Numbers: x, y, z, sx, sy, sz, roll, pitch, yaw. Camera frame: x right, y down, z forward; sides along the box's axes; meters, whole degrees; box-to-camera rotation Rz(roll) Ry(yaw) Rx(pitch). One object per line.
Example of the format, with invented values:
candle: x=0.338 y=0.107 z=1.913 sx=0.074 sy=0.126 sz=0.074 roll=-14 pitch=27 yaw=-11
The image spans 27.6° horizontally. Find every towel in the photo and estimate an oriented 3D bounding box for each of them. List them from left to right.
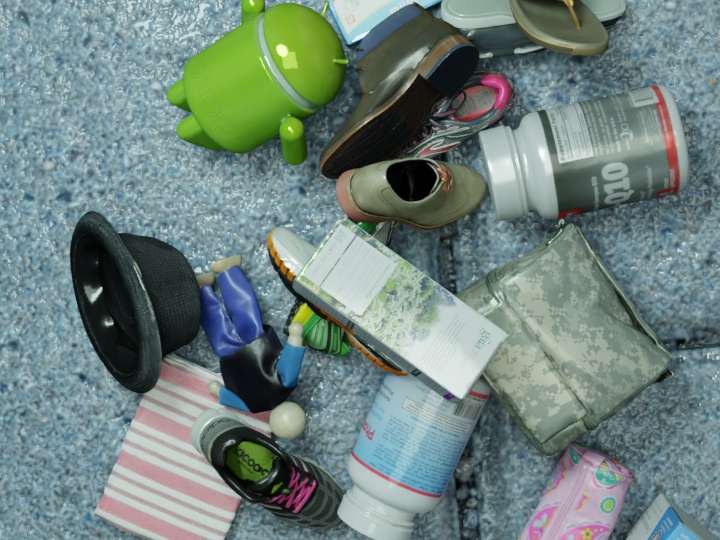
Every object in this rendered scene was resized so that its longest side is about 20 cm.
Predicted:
towel: x=-0.188 y=0.206 z=1.603 sx=0.146 sy=0.030 sz=0.201 roll=24 pitch=95 yaw=-2

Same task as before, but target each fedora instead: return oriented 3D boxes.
fedora: x=-0.229 y=0.026 z=1.541 sx=0.091 sy=0.200 sz=0.202 roll=-15 pitch=94 yaw=-30

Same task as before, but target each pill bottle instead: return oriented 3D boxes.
pill bottle: x=0.053 y=0.183 z=1.549 sx=0.108 sy=0.109 sz=0.201 roll=25 pitch=94 yaw=0
pill bottle: x=0.229 y=-0.117 z=1.517 sx=0.199 sy=0.114 sz=0.114 roll=-12 pitch=94 yaw=3

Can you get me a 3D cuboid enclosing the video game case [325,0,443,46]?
video game case: x=0.008 y=-0.359 z=1.556 sx=0.143 sy=0.018 sz=0.201 roll=-25 pitch=93 yaw=3

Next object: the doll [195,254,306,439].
doll: x=-0.112 y=0.086 z=1.551 sx=0.136 sy=0.048 sz=0.201 roll=-30 pitch=81 yaw=25

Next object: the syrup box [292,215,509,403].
syrup box: x=0.037 y=0.040 z=1.416 sx=0.200 sy=0.081 sz=0.079 roll=36 pitch=81 yaw=1

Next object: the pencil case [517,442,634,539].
pencil case: x=0.214 y=0.284 z=1.561 sx=0.087 sy=0.087 sz=0.201 roll=28 pitch=94 yaw=0

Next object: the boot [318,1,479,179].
boot: x=0.022 y=-0.184 z=1.498 sx=0.200 sy=0.075 sz=0.097 roll=-40 pitch=56 yaw=6

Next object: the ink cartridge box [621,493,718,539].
ink cartridge box: x=0.291 y=0.347 z=1.533 sx=0.084 sy=0.145 sz=0.200 roll=38 pitch=95 yaw=1

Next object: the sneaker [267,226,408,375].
sneaker: x=-0.005 y=0.014 z=1.499 sx=0.200 sy=0.076 sz=0.092 roll=41 pitch=76 yaw=-1

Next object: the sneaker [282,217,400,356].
sneaker: x=0.000 y=0.000 z=1.562 sx=0.085 sy=0.078 sz=0.200 roll=30 pitch=104 yaw=-7

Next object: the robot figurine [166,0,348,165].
robot figurine: x=-0.101 y=-0.197 z=1.508 sx=0.200 sy=0.116 sz=0.176 roll=-28 pitch=66 yaw=25

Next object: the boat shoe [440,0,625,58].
boat shoe: x=0.178 y=-0.260 z=1.537 sx=0.199 sy=0.076 sz=0.061 roll=-3 pitch=134 yaw=-7

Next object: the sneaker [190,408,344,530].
sneaker: x=-0.091 y=0.222 z=1.552 sx=0.200 sy=0.087 sz=0.074 roll=38 pitch=90 yaw=-20

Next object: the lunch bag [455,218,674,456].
lunch bag: x=0.207 y=0.069 z=1.517 sx=0.167 sy=0.139 sz=0.200 roll=-35 pitch=91 yaw=11

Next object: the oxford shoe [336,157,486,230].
oxford shoe: x=0.070 y=-0.081 z=1.495 sx=0.075 sy=0.199 sz=0.071 roll=-18 pitch=84 yaw=45

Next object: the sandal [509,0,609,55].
sandal: x=0.187 y=-0.292 z=1.486 sx=0.080 sy=0.054 sz=0.201 roll=-12 pitch=55 yaw=-17

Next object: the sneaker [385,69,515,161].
sneaker: x=0.068 y=-0.157 z=1.540 sx=0.199 sy=0.075 sz=0.081 roll=-30 pitch=93 yaw=5
